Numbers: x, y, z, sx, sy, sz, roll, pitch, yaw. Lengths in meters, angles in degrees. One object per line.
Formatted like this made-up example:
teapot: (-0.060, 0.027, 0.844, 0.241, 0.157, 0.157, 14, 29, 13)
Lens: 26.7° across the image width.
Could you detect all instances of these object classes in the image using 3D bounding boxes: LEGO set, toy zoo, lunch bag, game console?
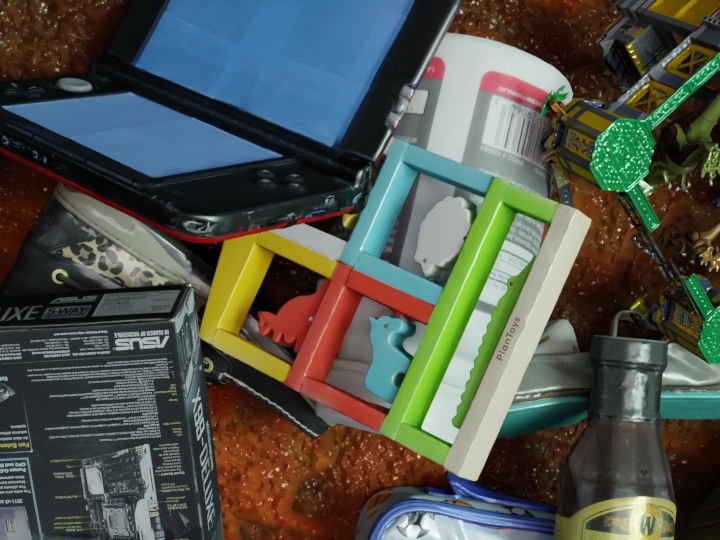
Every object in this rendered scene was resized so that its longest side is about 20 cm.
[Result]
LEGO set: (0.165, -0.059, 0.805, 0.154, 0.116, 0.200, -49, 123, -2)
toy zoo: (0.000, 0.000, 0.733, 0.199, 0.020, 0.132, 24, 89, 34)
lunch bag: (0.079, 0.202, 0.852, 0.198, 0.076, 0.162, 11, 92, -7)
game console: (-0.081, -0.108, 0.738, 0.199, 0.172, 0.120, 24, 114, 35)

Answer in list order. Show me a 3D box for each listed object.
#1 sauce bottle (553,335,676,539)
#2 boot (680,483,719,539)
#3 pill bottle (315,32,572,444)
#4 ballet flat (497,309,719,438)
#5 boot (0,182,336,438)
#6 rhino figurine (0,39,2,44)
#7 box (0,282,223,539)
sauce bottle: (0.131, 0.135, 0.792, 0.065, 0.066, 0.202, 4, 88, -6)
boot: (0.263, 0.166, 0.837, 0.155, 0.072, 0.200, 52, 56, -11)
pill bottle: (0.038, -0.013, 0.793, 0.110, 0.111, 0.202, 15, 82, -6)
ballet flat: (0.132, 0.056, 0.857, 0.198, 0.067, 0.064, -4, 68, -6)
boot: (-0.122, 0.058, 0.821, 0.200, 0.073, 0.151, 40, 95, -16)
rhino figurine: (-0.235, -0.061, 0.787, 0.087, 0.060, 0.202, 13, 93, -26)
box: (-0.174, 0.094, 0.761, 0.198, 0.050, 0.159, -4, 110, 4)
